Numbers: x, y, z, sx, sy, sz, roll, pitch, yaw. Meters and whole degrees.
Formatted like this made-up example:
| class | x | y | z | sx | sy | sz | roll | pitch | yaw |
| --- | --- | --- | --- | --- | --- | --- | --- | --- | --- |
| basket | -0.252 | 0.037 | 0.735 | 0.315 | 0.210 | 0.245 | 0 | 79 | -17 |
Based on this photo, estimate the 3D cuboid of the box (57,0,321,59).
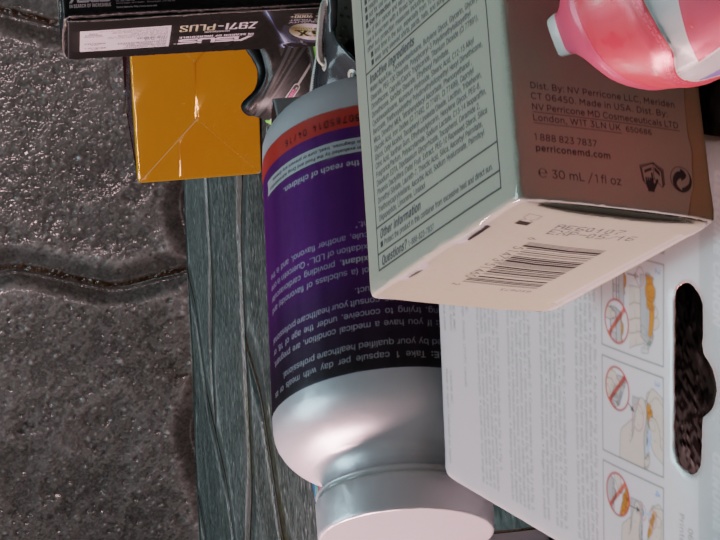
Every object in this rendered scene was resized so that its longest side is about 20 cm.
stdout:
| class | x | y | z | sx | sy | sz | roll | pitch | yaw |
| --- | --- | --- | --- | --- | --- | --- | --- | --- | --- |
| box | -0.102 | -0.232 | 1.210 | 0.086 | 0.197 | 0.166 | 132 | 132 | -77 |

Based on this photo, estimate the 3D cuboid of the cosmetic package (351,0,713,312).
| class | x | y | z | sx | sy | sz | roll | pitch | yaw |
| --- | --- | --- | --- | --- | --- | --- | --- | --- | --- |
| cosmetic package | 0.047 | -0.098 | 0.601 | 0.103 | 0.072 | 0.202 | -32 | 56 | 59 |

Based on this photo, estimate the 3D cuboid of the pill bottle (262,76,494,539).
| class | x | y | z | sx | sy | sz | roll | pitch | yaw |
| --- | --- | --- | --- | --- | --- | --- | --- | --- | --- |
| pill bottle | 0.013 | 0.022 | 0.830 | 0.113 | 0.111 | 0.202 | 104 | 165 | -64 |

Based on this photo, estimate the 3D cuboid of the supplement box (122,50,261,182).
| class | x | y | z | sx | sy | sz | roll | pitch | yaw |
| --- | --- | --- | --- | --- | --- | --- | --- | --- | --- |
| supplement box | -0.185 | -0.228 | 1.980 | 0.200 | 0.131 | 0.199 | -112 | 19 | -62 |

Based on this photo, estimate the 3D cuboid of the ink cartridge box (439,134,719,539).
| class | x | y | z | sx | sy | sz | roll | pitch | yaw |
| --- | --- | --- | --- | --- | --- | --- | --- | --- | --- |
| ink cartridge box | 0.090 | 0.019 | 0.663 | 0.200 | 0.047 | 0.162 | -159 | 64 | -62 |

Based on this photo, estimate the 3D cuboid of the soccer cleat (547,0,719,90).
| class | x | y | z | sx | sy | sz | roll | pitch | yaw |
| --- | --- | --- | --- | --- | --- | --- | --- | --- | --- |
| soccer cleat | 0.087 | -0.150 | 0.516 | 0.076 | 0.066 | 0.203 | -14 | 73 | 50 |

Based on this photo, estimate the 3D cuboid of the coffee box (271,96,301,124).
| class | x | y | z | sx | sy | sz | roll | pitch | yaw |
| --- | --- | --- | --- | --- | --- | --- | --- | --- | --- |
| coffee box | 0.000 | 0.000 | 1.055 | 0.201 | 0.079 | 0.114 | -105 | 12 | -48 |

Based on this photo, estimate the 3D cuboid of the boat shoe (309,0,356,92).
| class | x | y | z | sx | sy | sz | roll | pitch | yaw |
| --- | --- | --- | --- | --- | --- | --- | --- | --- | --- |
| boat shoe | 0.008 | -0.117 | 0.960 | 0.060 | 0.075 | 0.203 | 175 | 90 | -87 |

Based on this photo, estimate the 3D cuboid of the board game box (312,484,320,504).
| class | x | y | z | sx | sy | sz | roll | pitch | yaw |
| --- | --- | --- | --- | --- | --- | --- | --- | --- | --- |
| board game box | -0.006 | 0.124 | 1.278 | 0.153 | 0.044 | 0.201 | 96 | 166 | -50 |

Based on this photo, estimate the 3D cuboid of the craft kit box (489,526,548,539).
| class | x | y | z | sx | sy | sz | roll | pitch | yaw |
| --- | --- | --- | --- | --- | --- | --- | --- | --- | --- |
| craft kit box | 0.062 | 0.233 | 0.897 | 0.198 | 0.048 | 0.203 | 114 | 150 | -77 |

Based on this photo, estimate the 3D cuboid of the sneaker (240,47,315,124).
| class | x | y | z | sx | sy | sz | roll | pitch | yaw |
| --- | --- | --- | --- | --- | --- | --- | --- | --- | --- |
| sneaker | -0.065 | -0.205 | 1.365 | 0.077 | 0.083 | 0.203 | -179 | 85 | -81 |
